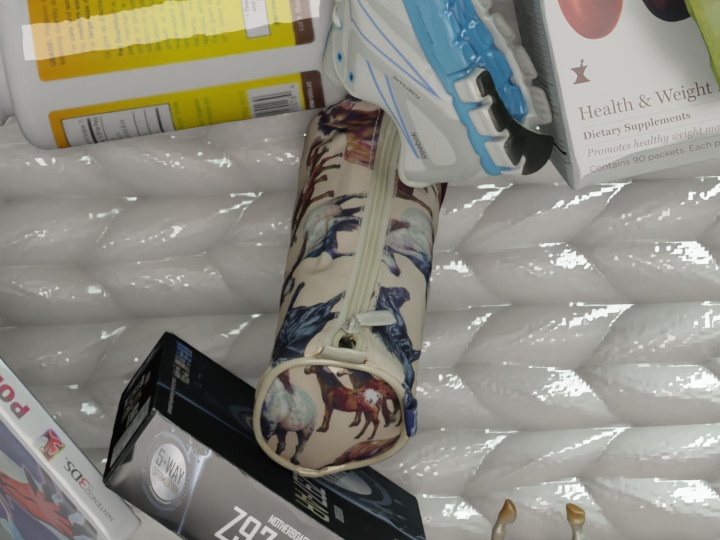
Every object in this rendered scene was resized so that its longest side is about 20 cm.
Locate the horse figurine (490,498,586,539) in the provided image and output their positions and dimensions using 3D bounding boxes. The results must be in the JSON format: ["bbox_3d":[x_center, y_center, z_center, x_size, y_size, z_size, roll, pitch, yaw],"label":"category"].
[{"bbox_3d":[0.116,0.192,1.470,0.200,0.050,0.133,19,110,-11],"label":"horse figurine"}]

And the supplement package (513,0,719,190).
[{"bbox_3d":[0.166,-0.163,1.372,0.191,0.147,0.200,-13,100,0],"label":"supplement package"}]

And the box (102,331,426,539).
[{"bbox_3d":[-0.043,0.107,1.378,0.160,0.200,0.044,34,97,-6],"label":"box"}]

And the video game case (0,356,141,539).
[{"bbox_3d":[-0.198,0.066,1.373,0.023,0.200,0.182,-43,99,-23],"label":"video game case"}]

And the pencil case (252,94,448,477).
[{"bbox_3d":[0.000,0.000,1.369,0.078,0.200,0.089,21,136,-12],"label":"pencil case"}]

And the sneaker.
[{"bbox_3d":[0.011,-0.126,1.311,0.087,0.075,0.200,-17,99,31],"label":"sneaker"}]

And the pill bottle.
[{"bbox_3d":[-0.109,-0.120,1.387,0.200,0.109,0.109,-9,99,-1],"label":"pill bottle"}]

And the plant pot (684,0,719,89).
[{"bbox_3d":[0.226,-0.147,1.221,0.184,0.200,0.201,-21,99,11],"label":"plant pot"}]
